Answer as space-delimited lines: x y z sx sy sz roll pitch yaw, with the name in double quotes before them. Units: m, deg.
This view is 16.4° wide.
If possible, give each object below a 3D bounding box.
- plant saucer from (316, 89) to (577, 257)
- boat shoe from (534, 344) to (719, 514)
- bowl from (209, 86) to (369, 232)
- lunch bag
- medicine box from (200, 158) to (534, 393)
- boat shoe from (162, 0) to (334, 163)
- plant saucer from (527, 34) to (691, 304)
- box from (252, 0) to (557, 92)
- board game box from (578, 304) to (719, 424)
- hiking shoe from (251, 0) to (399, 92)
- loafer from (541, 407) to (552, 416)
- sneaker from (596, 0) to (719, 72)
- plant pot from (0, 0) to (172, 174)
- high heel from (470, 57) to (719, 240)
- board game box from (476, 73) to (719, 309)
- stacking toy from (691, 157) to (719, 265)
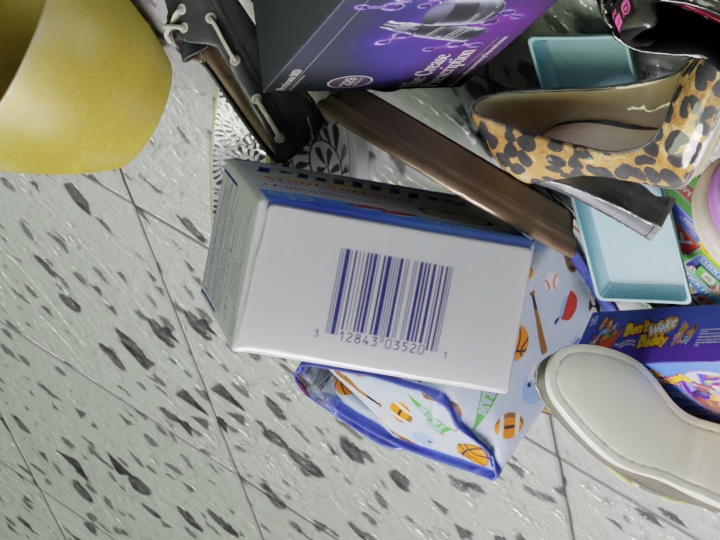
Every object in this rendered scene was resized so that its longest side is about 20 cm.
"plant saucer" 0.062 -0.070 1.658 0.200 0.030 0.200 30 -177 -2
"boat shoe" 0.189 0.111 1.703 0.201 0.072 0.060 30 159 -29
"bowl" -0.049 -0.072 1.883 0.201 0.094 0.201 180 90 -75
"lunch bag" 0.064 0.049 1.863 0.200 0.170 0.124 14 147 47
"medicine box" 0.000 0.000 1.651 0.182 0.103 0.200 9 -171 -11
"boat shoe" -0.099 -0.162 1.721 0.200 0.060 0.074 49 168 -8
"plant saucer" 0.163 -0.066 1.603 0.070 0.019 0.200 2 126 32
"box" 0.027 -0.174 1.532 0.200 0.141 0.079 141 126 -68
"board game box" 0.254 0.076 1.708 0.134 0.045 0.200 33 163 -23
"hiking shoe" -0.021 -0.174 1.742 0.200 0.076 0.101 38 168 34
"loafer" 0.197 0.110 1.877 0.200 0.072 0.073 26 152 34
"sneaker" 0.160 -0.172 1.403 0.200 0.084 0.077 35 156 18
"plant pot" -0.236 -0.156 2.002 0.142 0.201 0.200 25 167 -27
"high heel" 0.149 -0.105 1.515 0.142 0.071 0.200 29 144 2
"board game box" 0.178 -0.049 1.674 0.200 0.029 0.135 44 159 -4
"stacking toy" 0.267 -0.066 1.441 0.085 0.085 0.200 41 152 2
